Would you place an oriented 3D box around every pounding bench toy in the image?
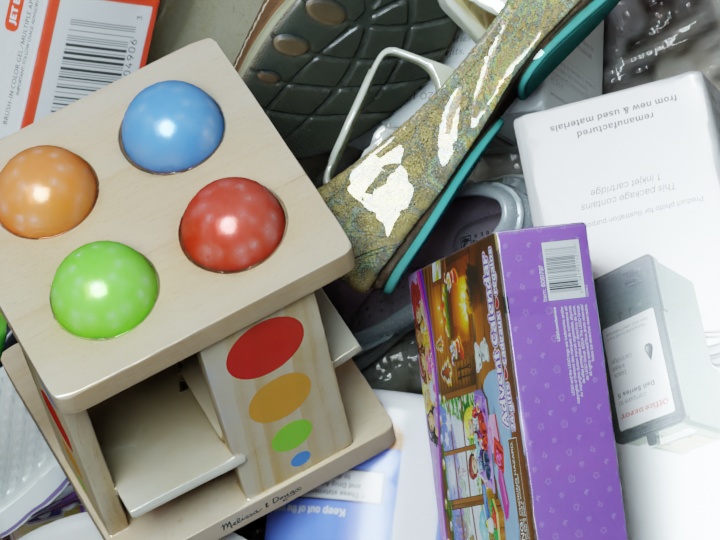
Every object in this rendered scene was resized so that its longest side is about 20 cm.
[{"bbox_3d":[-0.109,0.029,1.156,0.200,0.156,0.124,-28,56,-10],"label":"pounding bench toy"}]

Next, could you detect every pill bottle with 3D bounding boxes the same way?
[{"bbox_3d":[0.010,0.155,1.255,0.112,0.112,0.201,4,81,23],"label":"pill bottle"}]

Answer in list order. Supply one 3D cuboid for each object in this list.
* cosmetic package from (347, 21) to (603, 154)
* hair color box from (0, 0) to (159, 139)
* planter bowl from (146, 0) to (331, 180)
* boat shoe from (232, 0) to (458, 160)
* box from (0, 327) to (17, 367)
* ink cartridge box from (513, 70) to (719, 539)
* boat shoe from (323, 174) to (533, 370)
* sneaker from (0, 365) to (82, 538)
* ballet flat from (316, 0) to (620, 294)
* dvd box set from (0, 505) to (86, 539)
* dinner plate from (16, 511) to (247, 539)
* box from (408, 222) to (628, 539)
[{"bbox_3d":[0.048,-0.155,1.316,0.113,0.081,0.201,-4,79,23],"label":"cosmetic package"},{"bbox_3d":[-0.175,-0.106,1.250,0.200,0.064,0.111,22,103,45],"label":"hair color box"},{"bbox_3d":[-0.108,-0.121,1.344,0.200,0.135,0.201,-4,78,21],"label":"planter bowl"},{"bbox_3d":[0.011,-0.137,1.254,0.200,0.076,0.074,-51,32,17],"label":"boat shoe"},{"bbox_3d":[-0.219,0.006,1.375,0.141,0.079,0.200,-47,58,-2],"label":"box"},{"bbox_3d":[0.136,0.038,1.207,0.084,0.145,0.201,-14,75,17],"label":"ink cartridge box"},{"bbox_3d":[0.001,0.001,1.304,0.202,0.065,0.075,-15,74,32],"label":"boat shoe"},{"bbox_3d":[-0.139,0.091,1.283,0.200,0.114,0.073,-30,60,-13],"label":"sneaker"},{"bbox_3d":[0.044,-0.082,1.212,0.071,0.071,0.200,37,86,24],"label":"ballet flat"},{"bbox_3d":[-0.161,0.136,1.371,0.200,0.029,0.147,-17,74,18],"label":"dvd box set"},{"bbox_3d":[-0.097,0.197,1.206,0.200,0.024,0.201,-1,85,13],"label":"dinner plate"},{"bbox_3d":[0.063,0.090,1.147,0.039,0.137,0.201,-6,84,-13],"label":"box"}]
